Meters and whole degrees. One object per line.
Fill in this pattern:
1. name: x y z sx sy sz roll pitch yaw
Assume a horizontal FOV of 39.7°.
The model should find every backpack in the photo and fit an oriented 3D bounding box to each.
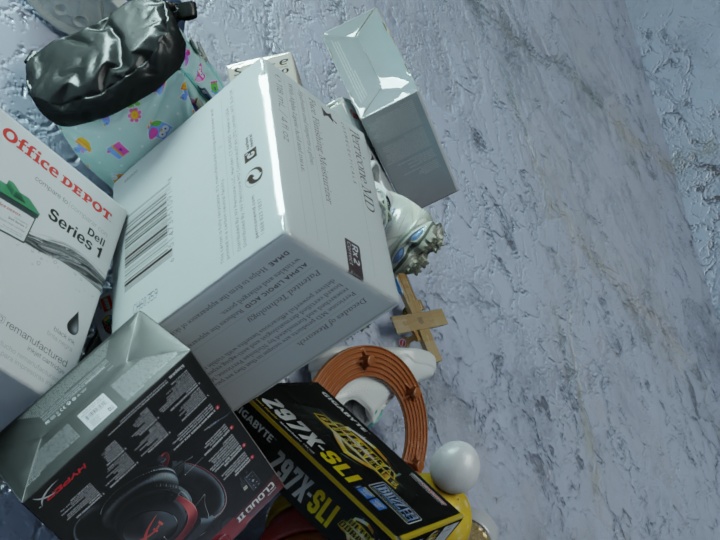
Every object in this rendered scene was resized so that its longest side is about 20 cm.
1. backpack: -0.192 -0.136 0.924 0.200 0.166 0.127 54 23 -51

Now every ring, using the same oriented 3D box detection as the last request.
1. ring: 0.010 0.182 1.090 0.200 0.019 0.202 5 82 -45

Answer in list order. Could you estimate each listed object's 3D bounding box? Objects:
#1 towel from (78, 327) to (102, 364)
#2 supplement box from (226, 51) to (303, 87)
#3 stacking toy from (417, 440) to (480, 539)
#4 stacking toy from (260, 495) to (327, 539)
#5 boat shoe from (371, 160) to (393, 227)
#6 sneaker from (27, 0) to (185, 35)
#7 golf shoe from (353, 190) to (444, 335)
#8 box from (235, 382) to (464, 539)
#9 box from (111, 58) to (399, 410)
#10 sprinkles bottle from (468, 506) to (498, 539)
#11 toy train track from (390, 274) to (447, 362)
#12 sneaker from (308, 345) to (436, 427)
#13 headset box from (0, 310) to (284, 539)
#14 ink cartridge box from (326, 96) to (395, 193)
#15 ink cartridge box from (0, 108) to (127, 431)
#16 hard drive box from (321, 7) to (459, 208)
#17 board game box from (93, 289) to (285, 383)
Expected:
1. towel: -0.170 0.121 0.895 0.200 0.034 0.193 48 36 -29
2. supplement box: -0.079 -0.107 1.046 0.126 0.073 0.201 73 5 -72
3. stacking toy: 0.066 0.254 0.990 0.146 0.201 0.146 22 24 -11
4. stacking toy: -0.043 0.247 0.931 0.146 0.146 0.200 45 23 -33
5. boat shoe: 0.001 -0.070 1.039 0.200 0.066 0.074 -100 177 -55
6. sneaker: -0.259 -0.297 0.999 0.200 0.080 0.147 37 33 -36
7. golf shoe: 0.000 0.000 1.121 0.097 0.200 0.078 44 4 15
8. box: -0.018 0.180 0.897 0.200 0.049 0.160 40 13 23
9. box: -0.095 -0.025 0.824 0.131 0.200 0.200 32 35 -40
10. sprinkles bottle: 0.099 0.349 1.138 0.068 0.068 0.200 63 30 -7
11. toy train track: 0.052 0.033 1.315 0.114 0.032 0.201 -5 69 -51
12. sneaker: 0.016 0.136 1.156 0.199 0.075 0.089 4 71 -46
13. headset box: -0.157 0.154 0.745 0.149 0.075 0.200 -44 135 -18
14. ink cartridge box: -0.008 -0.099 1.207 0.201 0.083 0.145 64 7 -5
15. ink cartridge box: -0.276 -0.003 0.759 0.146 0.084 0.201 43 39 -36
16. hard drive box: 0.039 -0.192 1.226 0.200 0.077 0.156 58 8 -55
17. board game box: -0.149 0.073 0.908 0.200 0.035 0.127 -6 74 -62
